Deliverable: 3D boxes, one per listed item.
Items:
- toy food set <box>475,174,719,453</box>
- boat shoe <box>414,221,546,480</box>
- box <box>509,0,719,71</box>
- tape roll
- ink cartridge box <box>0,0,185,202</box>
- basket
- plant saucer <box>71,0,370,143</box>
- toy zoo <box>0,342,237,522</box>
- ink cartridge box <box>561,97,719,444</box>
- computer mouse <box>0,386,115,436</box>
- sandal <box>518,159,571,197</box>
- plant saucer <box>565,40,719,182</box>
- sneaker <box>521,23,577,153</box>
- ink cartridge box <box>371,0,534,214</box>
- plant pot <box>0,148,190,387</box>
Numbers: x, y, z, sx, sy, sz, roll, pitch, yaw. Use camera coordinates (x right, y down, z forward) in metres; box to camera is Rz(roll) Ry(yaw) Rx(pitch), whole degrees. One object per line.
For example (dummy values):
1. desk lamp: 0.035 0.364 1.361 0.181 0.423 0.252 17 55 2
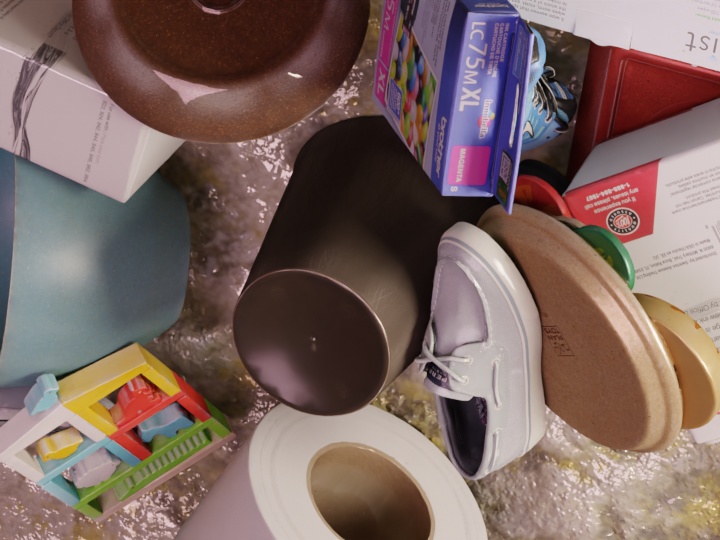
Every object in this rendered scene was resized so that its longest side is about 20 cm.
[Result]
1. toy food set: 0.144 0.032 1.670 0.198 0.049 0.200 53 159 2
2. boat shoe: 0.074 0.060 1.684 0.070 0.071 0.201 28 145 37
3. box: 0.175 -0.235 1.600 0.199 0.097 0.177 15 124 14
4. tape roll: -0.025 0.210 1.885 0.202 0.203 0.139 36 126 0
5. ink cartridge box: -0.213 -0.146 1.788 0.199 0.146 0.084 25 123 8
6. basket: 0.000 0.000 1.751 0.180 0.200 0.137 15 123 16
7. plant saucer: -0.093 -0.184 1.698 0.200 0.201 0.037 27 168 6
8. toy zoo: -0.185 0.116 1.876 0.131 0.200 0.021 -32 61 6
9. ink cartridge box: 0.245 -0.003 1.670 0.144 0.084 0.201 -19 109 32
10. computer mouse: -0.210 0.104 1.935 0.109 0.200 0.044 -1 79 29
11. sandal: 0.137 0.011 1.764 0.075 0.048 0.201 21 147 46
12. plant saucer: 0.233 -0.069 1.711 0.199 0.037 0.201 17 125 14
13. sneaker: 0.099 -0.122 1.676 0.089 0.200 0.079 -2 79 -6
14. ink cartridge box: 0.055 -0.125 1.586 0.042 0.200 0.120 -1 115 -18
15. plant pot: -0.196 -0.013 1.854 0.134 0.200 0.201 3 125 -14
